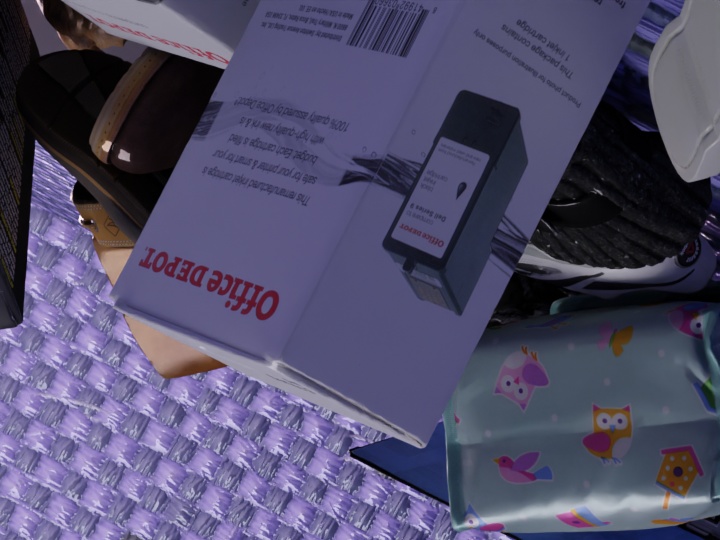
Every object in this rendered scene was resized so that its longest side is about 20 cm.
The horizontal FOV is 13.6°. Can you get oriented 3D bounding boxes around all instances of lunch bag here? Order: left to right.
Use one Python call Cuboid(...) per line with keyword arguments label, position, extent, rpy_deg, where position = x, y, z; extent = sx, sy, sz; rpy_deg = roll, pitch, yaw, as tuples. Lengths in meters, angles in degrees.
Cuboid(label="lunch bag", position=(0.157, 0.069, 1.564), extent=(0.170, 0.123, 0.200), rpy_deg=(-8, 178, 32))

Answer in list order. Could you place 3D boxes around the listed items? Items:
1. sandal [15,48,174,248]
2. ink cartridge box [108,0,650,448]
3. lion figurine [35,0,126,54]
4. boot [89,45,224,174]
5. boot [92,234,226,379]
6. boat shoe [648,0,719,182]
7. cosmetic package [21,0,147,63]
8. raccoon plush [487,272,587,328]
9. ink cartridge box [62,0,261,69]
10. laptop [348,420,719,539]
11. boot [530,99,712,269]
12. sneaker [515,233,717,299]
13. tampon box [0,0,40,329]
Cuboid(label="sandal", position=(-0.097, -0.031, 1.432), extent=(0.200, 0.055, 0.082), rpy_deg=(43, -141, 20))
Cuboid(label="ink cartridge box", position=(0.004, -0.046, 1.187), extent=(0.084, 0.201, 0.146), rpy_deg=(31, 174, -32))
Cuboid(label="lion figurine", position=(-0.169, -0.169, 1.556), extent=(0.200, 0.073, 0.123), rpy_deg=(31, 164, 24))
Cuboid(label="boot", position=(-0.012, -0.055, 1.405), extent=(0.166, 0.073, 0.200), rpy_deg=(40, -142, 17))
Cuboid(label="boot", position=(-0.058, -0.027, 1.671), extent=(0.199, 0.069, 0.189), rpy_deg=(-3, 129, 29))
Cuboid(label="boat shoe", position=(0.151, -0.079, 1.042), extent=(0.061, 0.073, 0.200), rpy_deg=(-14, 172, -10))
Cuboid(label="cosmetic package", position=(-0.117, -0.112, 1.723), extent=(0.199, 0.085, 0.108), rpy_deg=(28, 175, -9))
Cuboid(label="raccoon plush", position=(0.118, 0.015, 1.733), extent=(0.200, 0.097, 0.134), rpy_deg=(30, -179, -18))
Cuboid(label="ink cartridge box", position=(-0.121, -0.169, 1.276), extent=(0.200, 0.084, 0.145), rpy_deg=(33, 172, -39))
Cuboid(label="laptop", position=(0.133, 0.078, 1.704), extent=(0.187, 0.200, 0.116), rpy_deg=(25, 165, 27))
Cuboid(label="boot", position=(0.045, -0.073, 1.364), extent=(0.211, 0.080, 0.158), rpy_deg=(33, -174, 38))
Cuboid(label="sneaker", position=(0.100, -0.022, 1.550), extent=(0.088, 0.074, 0.200), rpy_deg=(36, 171, -38))
Cuboid(label="tampon box", position=(-0.245, -0.073, 1.459), extent=(0.149, 0.201, 0.127), rpy_deg=(-10, 134, 7))
